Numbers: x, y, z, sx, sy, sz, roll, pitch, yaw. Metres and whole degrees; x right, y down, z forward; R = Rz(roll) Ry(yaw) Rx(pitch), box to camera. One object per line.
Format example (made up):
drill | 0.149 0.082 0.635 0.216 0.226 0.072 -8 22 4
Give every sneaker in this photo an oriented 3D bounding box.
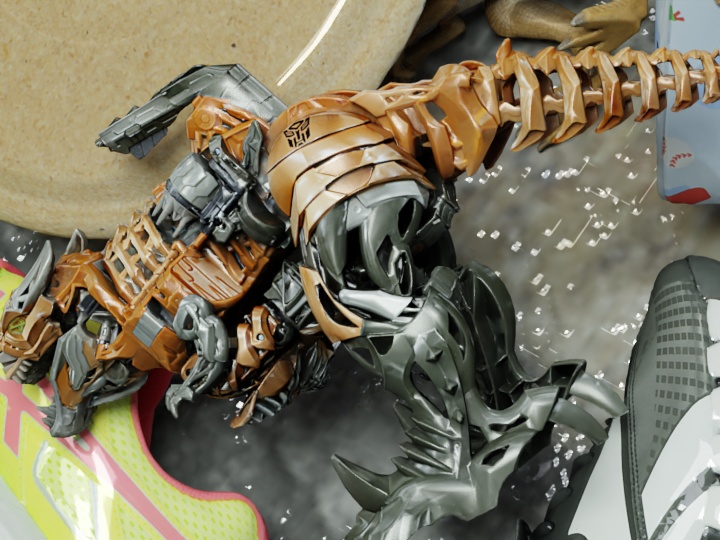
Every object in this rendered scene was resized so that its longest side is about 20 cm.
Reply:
sneaker | -0.098 0.030 0.824 0.090 0.078 0.200 -33 74 -8
sneaker | 0.066 0.086 0.768 0.090 0.067 0.201 3 66 8

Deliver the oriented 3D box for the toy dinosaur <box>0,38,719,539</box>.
toy dinosaur | 0.000 0.000 0.735 0.199 0.102 0.136 -28 90 37

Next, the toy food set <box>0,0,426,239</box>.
toy food set | -0.062 -0.105 0.822 0.197 0.049 0.201 21 84 26

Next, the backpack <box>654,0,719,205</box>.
backpack | 0.163 -0.096 0.785 0.153 0.201 0.191 20 49 15

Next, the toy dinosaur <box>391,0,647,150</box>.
toy dinosaur | 0.060 -0.104 0.870 0.199 0.061 0.107 -22 60 -2
